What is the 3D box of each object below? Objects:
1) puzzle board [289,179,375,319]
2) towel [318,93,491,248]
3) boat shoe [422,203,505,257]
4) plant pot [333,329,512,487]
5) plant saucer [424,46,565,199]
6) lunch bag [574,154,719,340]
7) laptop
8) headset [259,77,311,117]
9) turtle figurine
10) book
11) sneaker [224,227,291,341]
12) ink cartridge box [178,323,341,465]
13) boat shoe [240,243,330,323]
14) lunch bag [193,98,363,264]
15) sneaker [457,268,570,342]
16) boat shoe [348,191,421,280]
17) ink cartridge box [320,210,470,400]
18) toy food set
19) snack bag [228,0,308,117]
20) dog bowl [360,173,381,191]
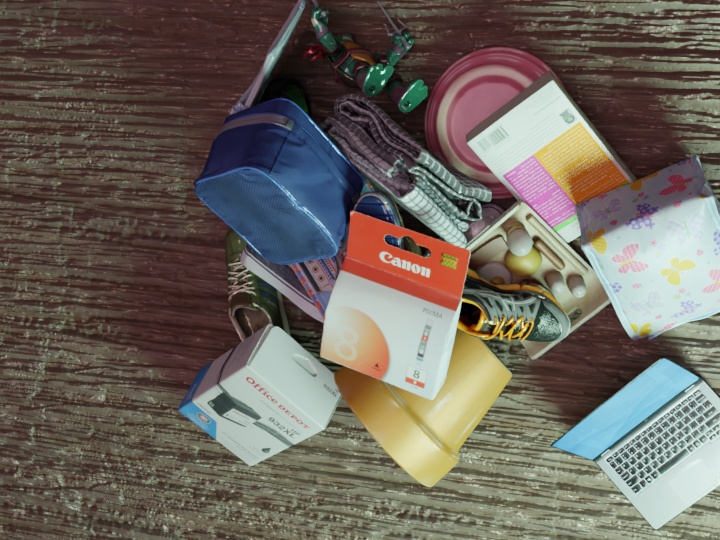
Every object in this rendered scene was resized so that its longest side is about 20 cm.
[{"bbox_3d":[0.000,0.000,1.347,0.150,0.017,0.201,-32,88,-13],"label":"puzzle board"},{"bbox_3d":[0.059,-0.133,1.298,0.086,0.165,0.200,-51,47,3],"label":"towel"},{"bbox_3d":[0.123,-0.009,1.390,0.074,0.067,0.200,44,109,6],"label":"boat shoe"},{"bbox_3d":[0.097,0.154,1.373,0.183,0.200,0.200,-42,85,4],"label":"plant pot"},{"bbox_3d":[0.179,-0.194,1.350,0.199,0.051,0.202,3,100,17],"label":"plant saucer"},{"bbox_3d":[0.381,-0.016,1.277,0.169,0.127,0.200,-24,118,20],"label":"lunch bag"},{"bbox_3d":[0.388,0.230,1.323,0.187,0.116,0.200,-43,85,20],"label":"laptop"},{"bbox_3d":[-0.123,-0.167,1.387,0.093,0.124,0.201,2,63,21],"label":"headset"},{"bbox_3d":[0.004,-0.287,1.357,0.200,0.149,0.101,56,138,43],"label":"turtle figurine"},{"bbox_3d":[0.247,-0.136,1.297,0.133,0.048,0.200,-35,115,22],"label":"book"},{"bbox_3d":[-0.158,0.033,1.474,0.067,0.090,0.201,-16,94,20],"label":"sneaker"},{"bbox_3d":[-0.141,0.180,1.437,0.145,0.084,0.200,41,137,-14],"label":"ink cartridge box"},{"bbox_3d":[-0.065,-0.002,1.371,0.200,0.071,0.091,33,108,10],"label":"boat shoe"},{"bbox_3d":[-0.089,-0.108,1.257,0.135,0.133,0.200,-7,140,39],"label":"lunch bag"},{"bbox_3d":[0.172,0.058,1.299,0.199,0.077,0.079,16,127,-7],"label":"sneaker"},{"bbox_3d":[0.037,-0.016,1.285,0.072,0.072,0.201,9,123,29],"label":"boat shoe"},{"bbox_3d":[0.039,0.045,1.237,0.161,0.050,0.201,20,127,18],"label":"ink cartridge box"},{"bbox_3d":[0.216,0.017,1.337,0.143,0.061,0.200,-41,113,20],"label":"toy food set"},{"bbox_3d":[-0.134,-0.250,1.340,0.021,0.189,0.200,28,130,-8],"label":"snack bag"},{"bbox_3d":[-0.048,-0.046,1.435,0.199,0.074,0.201,3,100,17],"label":"dog bowl"}]
